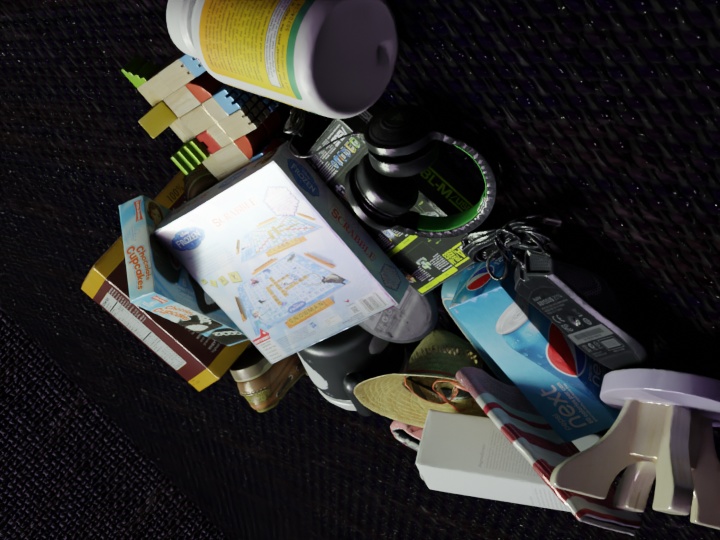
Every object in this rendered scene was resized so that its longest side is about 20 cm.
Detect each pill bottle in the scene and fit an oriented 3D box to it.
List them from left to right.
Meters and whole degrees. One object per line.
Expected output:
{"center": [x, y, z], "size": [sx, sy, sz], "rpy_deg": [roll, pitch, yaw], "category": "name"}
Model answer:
{"center": [-0.073, -0.205, 1.280], "size": [0.200, 0.113, 0.113], "rpy_deg": [22, 154, 41], "category": "pill bottle"}

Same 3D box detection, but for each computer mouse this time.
{"center": [0.000, 0.000, 1.622], "size": [0.200, 0.053, 0.139], "rpy_deg": [33, 118, 0], "category": "computer mouse"}
{"center": [0.196, 0.014, 1.345], "size": [0.200, 0.053, 0.138], "rpy_deg": [42, 158, -12], "category": "computer mouse"}

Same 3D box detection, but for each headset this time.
{"center": [0.029, -0.104, 1.342], "size": [0.200, 0.094, 0.124], "rpy_deg": [19, 133, -4], "category": "headset"}

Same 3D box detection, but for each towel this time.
{"center": [0.188, 0.178, 1.481], "size": [0.144, 0.023, 0.200], "rpy_deg": [23, -158, -54], "category": "towel"}

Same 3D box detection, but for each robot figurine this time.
{"center": [-0.017, 0.082, 1.775], "size": [0.125, 0.150, 0.200], "rpy_deg": [14, 150, 27], "category": "robot figurine"}

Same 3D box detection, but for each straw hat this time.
{"center": [0.096, 0.113, 1.682], "size": [0.201, 0.085, 0.201], "rpy_deg": [9, 159, 4], "category": "straw hat"}

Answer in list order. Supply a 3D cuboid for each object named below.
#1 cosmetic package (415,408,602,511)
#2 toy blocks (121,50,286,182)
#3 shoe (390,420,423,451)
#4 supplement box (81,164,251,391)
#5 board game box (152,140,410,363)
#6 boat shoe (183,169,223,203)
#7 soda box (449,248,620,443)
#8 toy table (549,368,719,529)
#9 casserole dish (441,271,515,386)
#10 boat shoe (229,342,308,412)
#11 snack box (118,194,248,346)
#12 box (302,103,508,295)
{"center": [0.171, 0.216, 1.681], "size": [0.200, 0.074, 0.102], "rpy_deg": [9, 158, 14], "category": "cosmetic package"}
{"center": [-0.136, -0.165, 1.536], "size": [0.200, 0.100, 0.137], "rpy_deg": [49, 147, -15], "category": "toy blocks"}
{"center": [0.125, 0.194, 1.808], "size": [0.200, 0.091, 0.072], "rpy_deg": [17, 150, 48], "category": "shoe"}
{"center": [-0.198, 0.003, 1.829], "size": [0.200, 0.197, 0.133], "rpy_deg": [41, 161, -5], "category": "supplement box"}
{"center": [-0.084, -0.014, 1.558], "size": [0.200, 0.041, 0.200], "rpy_deg": [-26, 113, 39], "category": "board game box"}
{"center": [-0.142, -0.030, 1.669], "size": [0.076, 0.072, 0.200], "rpy_deg": [37, 151, 56], "category": "boat shoe"}
{"center": [0.177, 0.074, 1.464], "size": [0.068, 0.064, 0.200], "rpy_deg": [-24, 118, 37], "category": "soda box"}
{"center": [0.273, 0.162, 1.359], "size": [0.183, 0.117, 0.200], "rpy_deg": [12, 170, 8], "category": "toy table"}
{"center": [0.154, 0.069, 1.567], "size": [0.121, 0.039, 0.200], "rpy_deg": [12, 145, 52], "category": "casserole dish"}
{"center": [-0.092, 0.102, 1.847], "size": [0.072, 0.200, 0.068], "rpy_deg": [-9, 112, 38], "category": "boat shoe"}
{"center": [-0.192, 0.003, 1.658], "size": [0.037, 0.116, 0.200], "rpy_deg": [-20, 156, 21], "category": "snack box"}
{"center": [0.033, -0.071, 1.477], "size": [0.193, 0.048, 0.200], "rpy_deg": [39, 160, -4], "category": "box"}
